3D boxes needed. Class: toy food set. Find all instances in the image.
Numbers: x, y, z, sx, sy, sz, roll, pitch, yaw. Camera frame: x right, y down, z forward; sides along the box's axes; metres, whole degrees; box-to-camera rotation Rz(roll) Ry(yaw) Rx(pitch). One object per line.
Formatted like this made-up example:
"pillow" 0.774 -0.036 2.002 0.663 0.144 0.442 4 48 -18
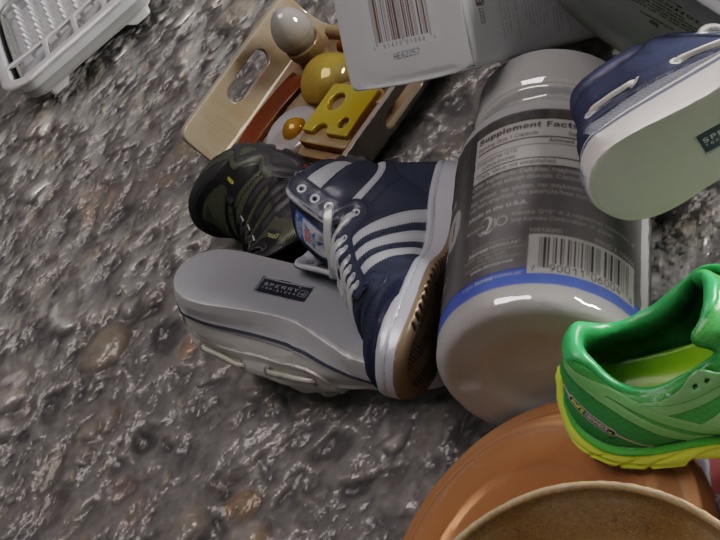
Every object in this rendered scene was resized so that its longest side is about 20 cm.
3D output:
"toy food set" -0.032 -0.137 1.277 0.199 0.060 0.144 14 64 51

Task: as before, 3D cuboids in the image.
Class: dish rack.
"dish rack" -0.263 -0.242 1.627 0.171 0.044 0.200 -40 35 6

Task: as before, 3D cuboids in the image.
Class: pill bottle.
"pill bottle" 0.105 -0.021 0.978 0.113 0.114 0.201 -20 41 29

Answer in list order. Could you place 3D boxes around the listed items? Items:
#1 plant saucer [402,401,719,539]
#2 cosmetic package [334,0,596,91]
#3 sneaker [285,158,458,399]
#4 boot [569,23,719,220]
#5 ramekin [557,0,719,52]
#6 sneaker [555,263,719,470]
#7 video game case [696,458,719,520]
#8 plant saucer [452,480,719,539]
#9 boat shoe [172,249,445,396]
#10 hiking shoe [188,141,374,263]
"plant saucer" 0.084 0.153 0.869 0.199 0.032 0.202 -29 43 31
"cosmetic package" 0.084 -0.166 1.094 0.101 0.075 0.199 -5 9 42
"sneaker" 0.000 0.000 1.019 0.107 0.071 0.201 5 36 11
"boot" 0.196 -0.104 0.889 0.198 0.073 0.091 -23 34 13
"ramekin" 0.190 -0.173 0.990 0.202 0.202 0.095 23 81 52
"sneaker" 0.184 0.040 0.809 0.198 0.084 0.074 -13 41 13
"video game case" 0.225 0.082 0.835 0.200 0.023 0.182 -47 35 -4
"plant saucer" 0.105 0.195 0.773 0.198 0.035 0.202 -7 73 25
"boat shoe" -0.026 0.044 1.080 0.198 0.066 0.072 12 44 23
"hiking shoe" -0.057 -0.026 1.175 0.199 0.076 0.101 3 52 45
